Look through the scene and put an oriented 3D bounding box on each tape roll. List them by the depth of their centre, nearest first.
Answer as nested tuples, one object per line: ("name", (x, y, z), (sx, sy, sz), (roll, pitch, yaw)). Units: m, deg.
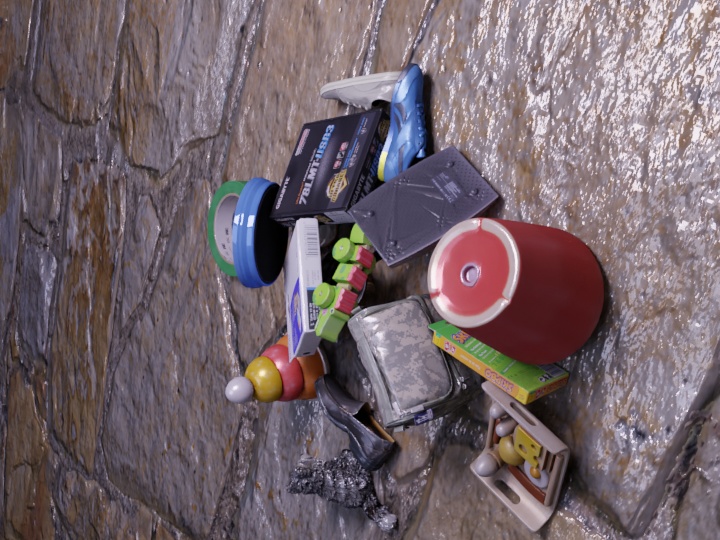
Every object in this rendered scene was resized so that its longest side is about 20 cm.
("tape roll", (-0.254, -0.089, 1.637), (0.200, 0.048, 0.202), (6, 98, 47))

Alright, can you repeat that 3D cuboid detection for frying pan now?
("frying pan", (-0.010, -0.010, 1.309), (0.190, 0.031, 0.115), (-54, 54, 20))

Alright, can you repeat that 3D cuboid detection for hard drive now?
("hard drive", (0.096, -0.094, 1.176), (0.135, 0.199, 0.042), (53, 171, 29))

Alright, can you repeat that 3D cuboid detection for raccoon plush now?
("raccoon plush", (-0.038, 0.394, 1.379), (0.199, 0.133, 0.098), (28, 112, 43))

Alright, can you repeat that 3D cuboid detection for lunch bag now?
("lunch bag", (0.076, 0.145, 1.210), (0.139, 0.167, 0.201), (-38, 66, 42))

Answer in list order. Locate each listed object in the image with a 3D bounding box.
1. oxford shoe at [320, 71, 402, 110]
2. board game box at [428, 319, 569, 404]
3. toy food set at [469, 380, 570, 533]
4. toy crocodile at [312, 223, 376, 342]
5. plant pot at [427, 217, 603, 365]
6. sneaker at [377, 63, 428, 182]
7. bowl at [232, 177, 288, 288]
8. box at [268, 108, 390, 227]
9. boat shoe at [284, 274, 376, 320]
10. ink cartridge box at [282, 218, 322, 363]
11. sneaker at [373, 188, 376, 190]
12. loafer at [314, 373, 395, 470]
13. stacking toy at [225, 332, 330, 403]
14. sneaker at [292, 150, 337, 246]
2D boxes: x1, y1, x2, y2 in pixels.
("oxford shoe", (0.002, -0.304, 1.326), (0.199, 0.075, 0.058), (5, 107, 45))
("board game box", (0.196, 0.122, 1.129), (0.200, 0.095, 0.030), (35, 127, 40))
("toy food set", (0.217, 0.268, 1.104), (0.143, 0.060, 0.201), (42, 148, 37))
("toy crocodile", (-0.019, 0.016, 1.217), (0.062, 0.067, 0.201), (8, 71, 51))
("plant pot", (0.195, 0.019, 1.031), (0.199, 0.177, 0.202), (-12, 71, 41))
("sneaker", (0.086, -0.230, 1.252), (0.078, 0.066, 0.202), (20, 108, 29))
("bowl", (-0.176, -0.067, 1.398), (0.039, 0.201, 0.202), (5, 98, 13))
("box", (-0.051, -0.174, 1.337), (0.197, 0.050, 0.201), (1, 64, 43))
("boat shoe", (-0.059, 0.042, 1.415), (0.199, 0.072, 0.068), (-25, 66, 32))
("ink cartridge box", (-0.100, 0.041, 1.339), (0.200, 0.043, 0.200), (121, 145, -65))
("sneaker", (0.074, -0.080, 1.278), (0.199, 0.074, 0.085), (23, 128, 45))
("loafer", (-0.008, 0.259, 1.390), (0.200, 0.073, 0.072), (50, 118, 21))
("stacking toy", (-0.170, 0.201, 1.452), (0.146, 0.199, 0.147), (21, 118, 45))
("sneaker", (-0.103, -0.143, 1.440), (0.075, 0.087, 0.202), (-29, 71, 46))
